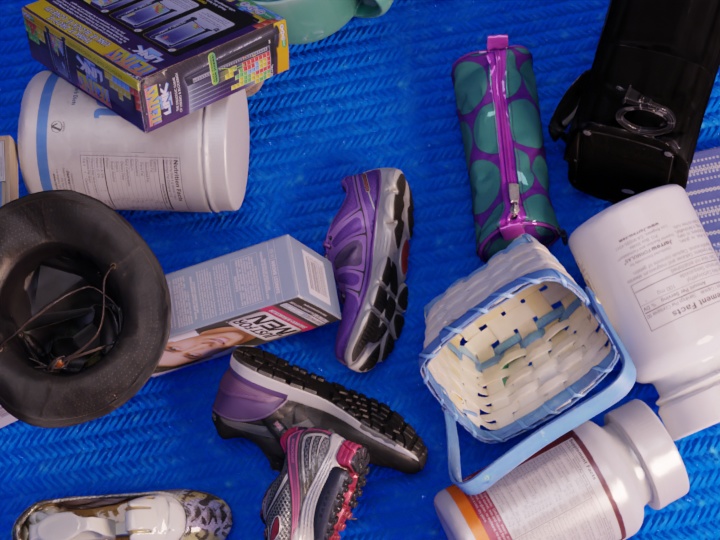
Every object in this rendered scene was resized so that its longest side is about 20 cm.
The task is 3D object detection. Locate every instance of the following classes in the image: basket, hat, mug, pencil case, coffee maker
[{"bbox_3d":[0.139,0.076,1.116,0.176,0.139,0.201,-34,27,19],"label":"basket"},{"bbox_3d":[-0.249,0.035,1.128,0.198,0.081,0.203,-1,81,4],"label":"hat"},{"bbox_3d":[-0.058,-0.289,1.301,0.151,0.114,0.186,-30,66,5],"label":"mug"},{"bbox_3d":[0.137,-0.112,1.247,0.084,0.093,0.202,-7,70,2],"label":"pencil case"},{"bbox_3d":[0.274,-0.181,1.200,0.133,0.192,0.202,23,70,-8],"label":"coffee maker"}]

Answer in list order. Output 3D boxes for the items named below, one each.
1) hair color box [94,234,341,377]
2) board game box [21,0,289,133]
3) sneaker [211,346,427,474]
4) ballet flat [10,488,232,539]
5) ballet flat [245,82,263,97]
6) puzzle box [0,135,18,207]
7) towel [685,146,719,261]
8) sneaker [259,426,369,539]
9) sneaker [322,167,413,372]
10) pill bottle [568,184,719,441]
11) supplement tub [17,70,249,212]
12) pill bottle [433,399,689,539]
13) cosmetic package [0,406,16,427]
[{"bbox_3d":[-0.128,0.035,1.183,0.198,0.099,0.061,-17,70,18],"label":"hair color box"},{"bbox_3d":[-0.190,-0.214,1.222,0.164,0.057,0.199,-30,45,-30],"label":"board game box"},{"bbox_3d":[-0.039,0.148,1.194,0.198,0.076,0.088,25,102,5],"label":"sneaker"},{"bbox_3d":[-0.214,0.229,1.168,0.198,0.072,0.073,-5,70,2],"label":"ballet flat"},{"bbox_3d":[-0.195,-0.211,1.319,0.197,0.067,0.069,-1,69,4],"label":"ballet flat"},{"bbox_3d":[-0.373,-0.019,1.181,0.131,0.025,0.202,-7,71,3],"label":"puzzle box"},{"bbox_3d":[0.334,-0.017,1.241,0.143,0.024,0.202,-12,69,3],"label":"towel"},{"bbox_3d":[-0.058,0.234,1.141,0.074,0.081,0.202,20,88,20],"label":"sneaker"},{"bbox_3d":[0.000,0.000,1.240,0.082,0.081,0.202,-2,63,22],"label":"sneaker"},{"bbox_3d":[0.271,0.038,1.152,0.113,0.114,0.202,-22,78,-4],"label":"pill bottle"},{"bbox_3d":[-0.212,-0.123,1.257,0.197,0.132,0.134,1,71,4],"label":"supplement tub"},{"bbox_3d":[0.171,0.196,1.129,0.198,0.110,0.110,-27,71,-6],"label":"pill bottle"},{"bbox_3d":[-0.361,0.038,1.228,0.071,0.102,0.202,-24,70,-3],"label":"cosmetic package"}]
